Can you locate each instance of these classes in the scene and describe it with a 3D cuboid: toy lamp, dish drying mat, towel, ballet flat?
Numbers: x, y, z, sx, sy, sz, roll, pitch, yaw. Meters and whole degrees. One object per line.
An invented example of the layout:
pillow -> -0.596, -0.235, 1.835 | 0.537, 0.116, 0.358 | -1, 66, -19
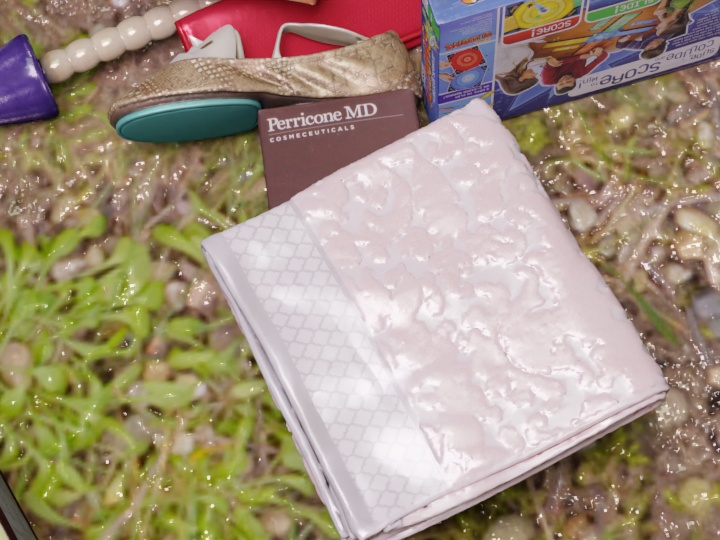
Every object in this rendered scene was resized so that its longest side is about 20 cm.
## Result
toy lamp -> -0.159, -0.148, 0.925 | 0.198, 0.058, 0.059 | -25, 67, -7
dish drying mat -> -0.016, -0.164, 0.924 | 0.198, 0.018, 0.078 | -24, 104, -7
towel -> 0.036, 0.024, 0.768 | 0.189, 0.032, 0.201 | -26, 69, -9
ballet flat -> -0.060, -0.120, 0.889 | 0.197, 0.071, 0.066 | -4, 76, -15

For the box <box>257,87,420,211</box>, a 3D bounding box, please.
box -> 0.000, 0.000, 0.843 | 0.099, 0.075, 0.202 | -9, 64, -1

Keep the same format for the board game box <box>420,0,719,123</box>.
board game box -> 0.135, -0.152, 0.868 | 0.198, 0.136, 0.035 | -16, 67, -5

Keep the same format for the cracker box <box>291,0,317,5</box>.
cracker box -> -0.068, -0.248, 0.918 | 0.132, 0.058, 0.201 | 11, 39, 8

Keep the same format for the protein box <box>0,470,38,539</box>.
protein box -> -0.255, 0.196, 0.736 | 0.197, 0.135, 0.201 | -32, 68, -11
